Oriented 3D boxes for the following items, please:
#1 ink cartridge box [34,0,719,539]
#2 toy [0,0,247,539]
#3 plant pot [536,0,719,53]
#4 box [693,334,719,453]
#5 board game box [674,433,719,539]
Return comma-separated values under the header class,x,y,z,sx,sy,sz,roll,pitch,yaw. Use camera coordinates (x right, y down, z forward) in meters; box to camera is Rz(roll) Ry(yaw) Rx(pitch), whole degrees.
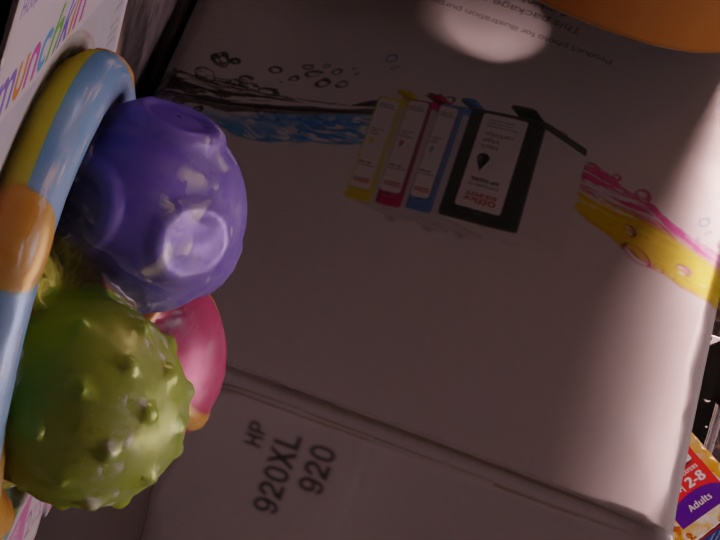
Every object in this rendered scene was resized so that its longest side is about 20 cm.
class,x,y,z,sx,sy,sz,roll,pitch,yaw
ink cartridge box,0.006,0.021,0.729,0.201,0.144,0.148,-70,179,-47
toy,-0.052,0.024,0.542,0.115,0.047,0.201,-72,180,-68
plant pot,0.084,-0.161,0.685,0.184,0.199,0.200,-61,-177,26
box,0.029,0.071,1.102,0.049,0.199,0.160,105,4,-59
board game box,0.023,0.143,0.940,0.199,0.046,0.152,-31,159,-28
